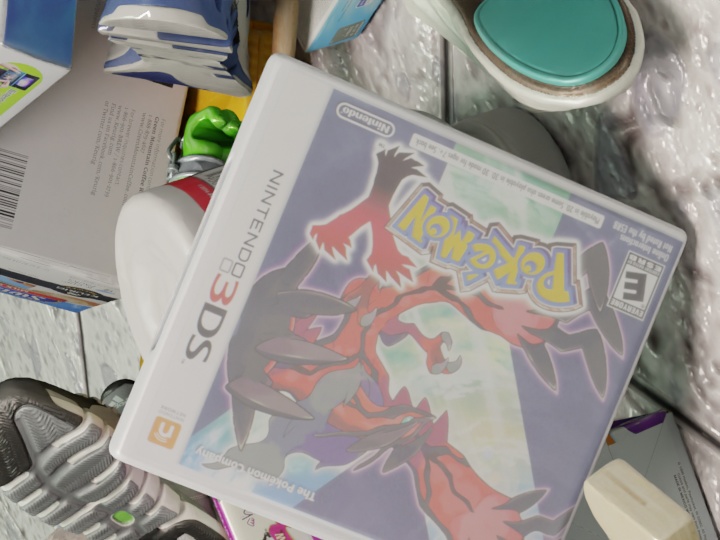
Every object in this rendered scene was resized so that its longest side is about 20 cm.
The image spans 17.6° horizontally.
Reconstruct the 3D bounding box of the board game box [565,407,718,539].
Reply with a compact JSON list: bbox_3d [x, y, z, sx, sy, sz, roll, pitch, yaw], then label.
[{"bbox_3d":[0.076,0.142,1.135,0.200,0.103,0.105,-22,88,64],"label":"board game box"}]

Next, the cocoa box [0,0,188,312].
[{"bbox_3d":[-0.183,-0.090,1.351,0.131,0.133,0.200,-16,60,65],"label":"cocoa box"}]

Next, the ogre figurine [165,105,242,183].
[{"bbox_3d":[-0.045,0.027,1.162,0.098,0.120,0.200,4,126,29],"label":"ogre figurine"}]

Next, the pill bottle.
[{"bbox_3d":[-0.003,-0.011,1.072,0.111,0.200,0.111,42,142,45],"label":"pill bottle"}]

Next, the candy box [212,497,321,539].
[{"bbox_3d":[-0.046,0.146,1.348,0.200,0.061,0.137,89,158,-80],"label":"candy box"}]

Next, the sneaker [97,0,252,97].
[{"bbox_3d":[-0.083,-0.156,1.167,0.199,0.080,0.115,124,157,-83],"label":"sneaker"}]

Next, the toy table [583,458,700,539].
[{"bbox_3d":[0.159,0.161,0.929,0.200,0.184,0.117,24,146,40],"label":"toy table"}]

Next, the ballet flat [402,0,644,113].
[{"bbox_3d":[0.070,-0.109,1.035,0.200,0.069,0.070,45,144,48],"label":"ballet flat"}]

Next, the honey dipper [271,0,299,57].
[{"bbox_3d":[-0.036,-0.134,1.162,0.038,0.038,0.200,52,154,32],"label":"honey dipper"}]

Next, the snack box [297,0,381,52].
[{"bbox_3d":[-0.040,-0.225,1.180,0.200,0.037,0.116,63,153,13],"label":"snack box"}]

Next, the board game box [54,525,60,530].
[{"bbox_3d":[-0.109,0.204,1.499,0.034,0.134,0.200,-28,83,64],"label":"board game box"}]

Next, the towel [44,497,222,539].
[{"bbox_3d":[-0.135,0.198,1.448,0.133,0.200,0.034,45,157,-3],"label":"towel"}]

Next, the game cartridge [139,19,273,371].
[{"bbox_3d":[-0.086,-0.030,1.320,0.176,0.032,0.201,159,114,-66],"label":"game cartridge"}]

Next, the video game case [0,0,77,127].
[{"bbox_3d":[-0.208,-0.160,1.241,0.181,0.045,0.200,-30,50,46],"label":"video game case"}]

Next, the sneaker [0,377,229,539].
[{"bbox_3d":[-0.158,0.098,1.383,0.200,0.075,0.116,46,-159,-40],"label":"sneaker"}]

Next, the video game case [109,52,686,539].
[{"bbox_3d":[0.019,0.030,0.990,0.183,0.200,0.023,-68,15,-1],"label":"video game case"}]
